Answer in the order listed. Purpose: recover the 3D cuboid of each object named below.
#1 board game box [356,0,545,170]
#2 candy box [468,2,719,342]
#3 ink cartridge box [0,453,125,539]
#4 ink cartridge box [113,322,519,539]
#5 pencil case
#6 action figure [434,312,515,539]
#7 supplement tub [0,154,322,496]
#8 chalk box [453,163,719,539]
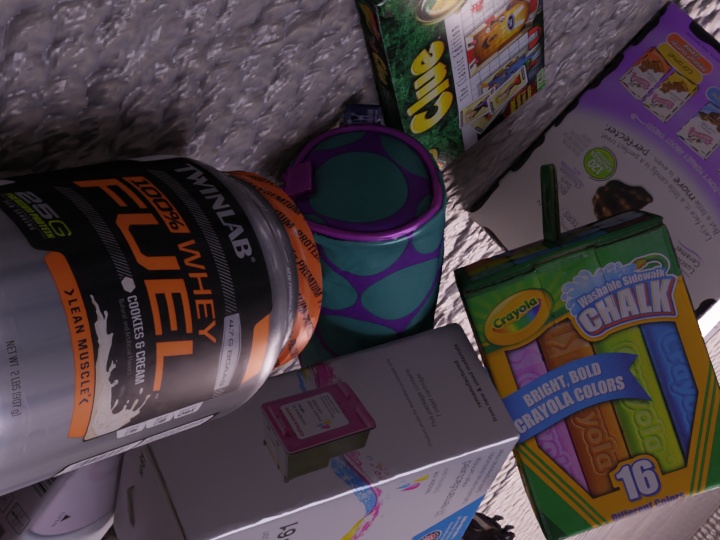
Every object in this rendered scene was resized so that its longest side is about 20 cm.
[{"bbox_3d":[0.054,-0.123,0.756,0.105,0.023,0.200,-37,158,-7],"label":"board game box"},{"bbox_3d":[0.202,-0.046,0.950,0.200,0.168,0.072,-46,156,10],"label":"candy box"},{"bbox_3d":[-0.135,0.120,0.852,0.200,0.057,0.163,3,130,-55],"label":"ink cartridge box"},{"bbox_3d":[-0.030,0.123,0.802,0.199,0.085,0.145,-14,149,-22],"label":"ink cartridge box"},{"bbox_3d":[0.000,0.000,0.805,0.200,0.092,0.085,90,14,-59],"label":"pencil case"},{"bbox_3d":[0.055,0.139,1.099,0.102,0.201,0.119,-16,-161,-2],"label":"action figure"},{"bbox_3d":[-0.116,0.018,0.593,0.200,0.123,0.123,-17,147,-49],"label":"supplement tub"},{"bbox_3d":[0.130,0.037,0.838,0.124,0.201,0.125,-20,-177,3],"label":"chalk box"}]
